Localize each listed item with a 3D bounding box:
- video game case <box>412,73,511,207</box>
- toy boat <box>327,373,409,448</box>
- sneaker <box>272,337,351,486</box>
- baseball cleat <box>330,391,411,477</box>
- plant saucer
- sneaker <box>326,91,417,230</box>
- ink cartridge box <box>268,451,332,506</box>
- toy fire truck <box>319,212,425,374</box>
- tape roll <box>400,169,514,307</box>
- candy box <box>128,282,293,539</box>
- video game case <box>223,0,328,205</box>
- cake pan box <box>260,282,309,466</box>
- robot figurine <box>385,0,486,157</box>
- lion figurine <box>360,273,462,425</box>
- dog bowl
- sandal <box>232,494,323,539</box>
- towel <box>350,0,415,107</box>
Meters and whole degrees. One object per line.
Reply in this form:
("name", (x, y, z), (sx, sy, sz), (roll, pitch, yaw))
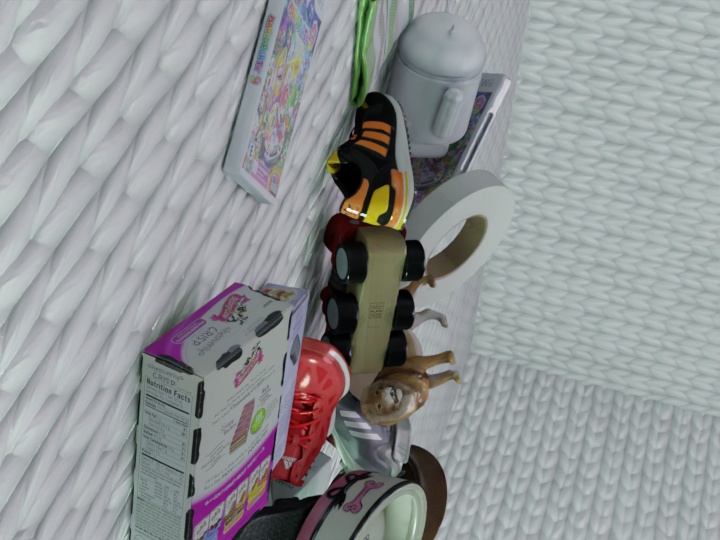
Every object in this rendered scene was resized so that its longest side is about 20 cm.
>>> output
("video game case", (0.110, -0.171, 1.818), (0.143, 0.018, 0.202), (14, -104, 57))
("toy boat", (-0.008, 0.172, 1.805), (0.131, 0.130, 0.200), (-48, -174, 30))
("sneaker", (-0.063, 0.172, 1.530), (0.201, 0.077, 0.116), (91, 15, -50))
("baseball cleat", (0.000, 0.176, 1.669), (0.070, 0.106, 0.202), (46, -21, 58))
("plant saucer", (0.017, 0.300, 1.727), (0.034, 0.199, 0.202), (44, 52, -37))
("sneaker", (0.003, -0.132, 1.514), (0.070, 0.089, 0.201), (116, -27, -42))
("ink cartridge box", (-0.109, 0.324, 1.629), (0.200, 0.047, 0.162), (-36, 142, -51))
("toy fire truck", (0.000, 0.000, 1.607), (0.200, 0.127, 0.178), (-126, -141, -52))
("tape roll", (0.111, -0.038, 1.743), (0.202, 0.037, 0.204), (-34, 152, -20))
("candy box", (-0.121, 0.129, 1.097), (0.136, 0.060, 0.202), (-39, 144, -55))
("video game case", (-0.069, -0.166, 1.180), (0.143, 0.018, 0.202), (43, 60, -79))
("cake pan box", (-0.106, 0.131, 1.289), (0.200, 0.052, 0.186), (-56, 156, -65))
("robot figurine", (0.093, -0.238, 1.720), (0.170, 0.112, 0.201), (-114, -152, -46))
("lion figurine", (0.050, 0.094, 1.657), (0.073, 0.121, 0.201), (69, 8, -48))
("dog bowl", (-0.007, 0.317, 1.556), (0.200, 0.073, 0.202), (-41, 144, -39))
("sandal", (-0.087, 0.280, 1.526), (0.200, 0.048, 0.076), (13, 100, -56))
("towel", (0.033, -0.296, 1.568), (0.201, 0.030, 0.150), (-66, 165, -47))
